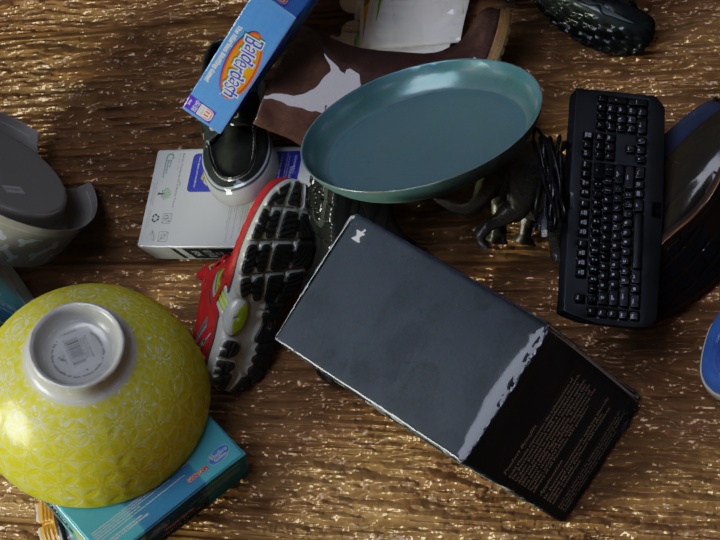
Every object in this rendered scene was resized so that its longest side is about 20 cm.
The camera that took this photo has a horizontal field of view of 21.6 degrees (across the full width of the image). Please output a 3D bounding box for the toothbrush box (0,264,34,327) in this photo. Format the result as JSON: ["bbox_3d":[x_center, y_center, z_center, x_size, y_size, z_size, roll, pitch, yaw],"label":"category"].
[{"bbox_3d":[-0.373,0.027,1.745,0.085,0.146,0.200,-45,55,5],"label":"toothbrush box"}]

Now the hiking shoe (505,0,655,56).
[{"bbox_3d":[0.180,-0.257,1.612,0.200,0.074,0.087,35,82,31],"label":"hiking shoe"}]

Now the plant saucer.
[{"bbox_3d":[0.051,-0.109,1.512,0.200,0.027,0.200,-14,32,8],"label":"plant saucer"}]

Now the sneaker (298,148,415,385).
[{"bbox_3d":[0.000,0.000,1.587,0.076,0.091,0.200,-147,62,-64],"label":"sneaker"}]

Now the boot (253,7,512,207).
[{"bbox_3d":[0.021,-0.170,1.619,0.166,0.072,0.200,30,93,-3],"label":"boot"}]

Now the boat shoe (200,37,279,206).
[{"bbox_3d":[-0.118,-0.135,1.690,0.069,0.057,0.200,-19,39,9],"label":"boat shoe"}]

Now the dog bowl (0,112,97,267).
[{"bbox_3d":[-0.346,-0.079,1.753,0.200,0.200,0.059,50,119,34],"label":"dog bowl"}]

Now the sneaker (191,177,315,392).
[{"bbox_3d":[-0.106,0.005,1.632,0.085,0.077,0.200,35,108,42],"label":"sneaker"}]

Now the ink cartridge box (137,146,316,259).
[{"bbox_3d":[-0.103,-0.061,1.702,0.200,0.039,0.100,1,70,30],"label":"ink cartridge box"}]

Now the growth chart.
[{"bbox_3d":[0.049,-0.258,1.716,0.145,0.018,0.200,9,74,31],"label":"growth chart"}]

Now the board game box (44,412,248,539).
[{"bbox_3d":[-0.217,0.143,1.617,0.151,0.047,0.200,-37,67,-18],"label":"board game box"}]

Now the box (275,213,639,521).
[{"bbox_3d":[0.078,0.076,1.452,0.200,0.197,0.124,31,86,35],"label":"box"}]

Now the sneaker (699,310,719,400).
[{"bbox_3d":[0.309,0.001,1.410,0.077,0.111,0.200,37,90,34],"label":"sneaker"}]

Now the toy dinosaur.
[{"bbox_3d":[0.137,-0.065,1.521,0.077,0.200,0.102,36,113,60],"label":"toy dinosaur"}]

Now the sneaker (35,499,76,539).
[{"bbox_3d":[-0.248,0.172,1.667,0.077,0.078,0.200,-17,65,6],"label":"sneaker"}]

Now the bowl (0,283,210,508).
[{"bbox_3d":[-0.228,0.085,1.561,0.200,0.108,0.200,0,60,0],"label":"bowl"}]

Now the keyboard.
[{"bbox_3d":[0.181,-0.054,1.448,0.104,0.040,0.200,3,65,5],"label":"keyboard"}]

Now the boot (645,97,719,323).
[{"bbox_3d":[0.259,-0.048,1.499,0.200,0.075,0.097,-49,34,7],"label":"boot"}]

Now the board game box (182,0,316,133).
[{"bbox_3d":[-0.069,-0.229,1.647,0.152,0.045,0.200,-52,6,42],"label":"board game box"}]
